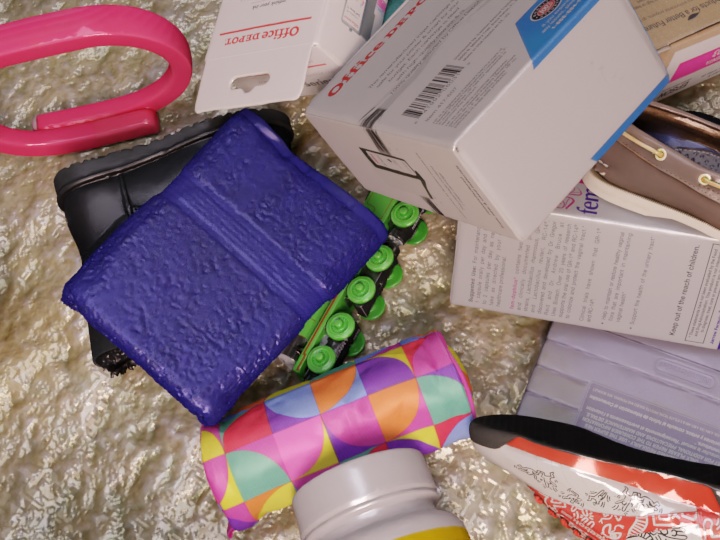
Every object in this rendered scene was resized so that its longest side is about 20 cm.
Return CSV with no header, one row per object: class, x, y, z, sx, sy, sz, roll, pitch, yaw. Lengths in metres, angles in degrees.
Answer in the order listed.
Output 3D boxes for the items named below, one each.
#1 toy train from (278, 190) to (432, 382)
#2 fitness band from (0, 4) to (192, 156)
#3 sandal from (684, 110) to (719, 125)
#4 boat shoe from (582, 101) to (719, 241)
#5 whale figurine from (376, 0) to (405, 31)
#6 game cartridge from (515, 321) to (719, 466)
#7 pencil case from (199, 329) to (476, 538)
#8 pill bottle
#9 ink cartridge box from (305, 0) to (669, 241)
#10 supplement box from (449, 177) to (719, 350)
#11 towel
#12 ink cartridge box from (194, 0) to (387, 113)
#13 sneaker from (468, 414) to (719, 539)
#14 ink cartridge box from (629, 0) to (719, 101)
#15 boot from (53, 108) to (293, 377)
toy train,0.000,0.000,0.871,0.056,0.042,0.201,21,71,27
fitness band,-0.232,-0.150,0.914,0.198,0.144,0.038,-13,63,2
sandal,0.294,-0.058,0.849,0.200,0.043,0.076,41,77,22
boat shoe,0.238,-0.057,0.717,0.199,0.060,0.072,21,45,19
whale figurine,0.075,-0.187,0.906,0.200,0.104,0.159,-40,66,-12
game cartridge,0.213,0.106,0.795,0.199,0.038,0.130,20,75,17
pencil case,-0.017,0.112,0.801,0.199,0.088,0.089,-22,65,1
pill bottle,0.031,0.223,0.724,0.114,0.114,0.201,-20,65,-1
ink cartridge box,0.074,-0.114,0.744,0.146,0.084,0.200,-47,29,-10
supplement box,0.169,-0.027,0.802,0.198,0.104,0.102,8,44,9
towel,-0.095,-0.003,0.818,0.147,0.050,0.200,40,67,6
ink cartridge box,-0.044,-0.199,0.870,0.116,0.067,0.201,0,69,39
sneaker,0.157,0.166,0.738,0.200,0.067,0.109,14,100,15
ink cartridge box,0.225,-0.222,0.881,0.199,0.075,0.165,-24,64,-28
boot,-0.125,-0.020,0.879,0.199,0.077,0.169,-18,71,-9
